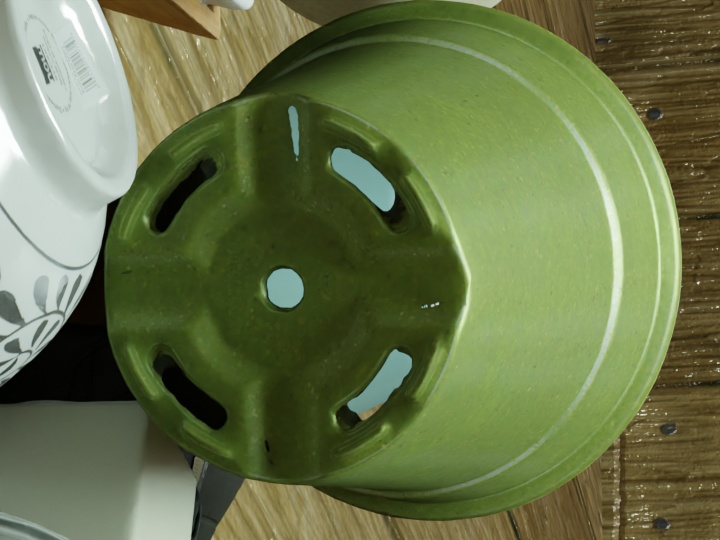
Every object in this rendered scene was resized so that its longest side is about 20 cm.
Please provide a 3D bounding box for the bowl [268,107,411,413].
[{"bbox_3d":[-0.001,-0.004,1.384,0.201,0.104,0.202,-5,90,-79],"label":"bowl"}]

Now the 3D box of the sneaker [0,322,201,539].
[{"bbox_3d":[-0.101,0.113,0.897,0.076,0.090,0.201,-69,153,-67],"label":"sneaker"}]

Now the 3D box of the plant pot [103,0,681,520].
[{"bbox_3d":[0.000,0.000,0.831,0.190,0.199,0.202,-7,92,-74],"label":"plant pot"}]

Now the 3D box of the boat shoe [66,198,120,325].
[{"bbox_3d":[-0.115,-0.014,0.927,0.070,0.070,0.200,44,-18,17],"label":"boat shoe"}]

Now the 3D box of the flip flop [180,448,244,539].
[{"bbox_3d":[-0.092,0.100,0.991,0.081,0.057,0.201,-2,110,-62],"label":"flip flop"}]

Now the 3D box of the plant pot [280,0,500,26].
[{"bbox_3d":[0.012,-0.192,0.911,0.184,0.199,0.202,88,3,-65],"label":"plant pot"}]

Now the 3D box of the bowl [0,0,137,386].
[{"bbox_3d":[-0.128,-0.049,0.727,0.201,0.094,0.202,-17,90,-77],"label":"bowl"}]

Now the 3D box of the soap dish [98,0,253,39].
[{"bbox_3d":[-0.103,-0.213,1.037,0.157,0.081,0.202,30,56,-76],"label":"soap dish"}]

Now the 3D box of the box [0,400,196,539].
[{"bbox_3d":[-0.107,0.146,0.779,0.068,0.082,0.201,68,24,-57],"label":"box"}]

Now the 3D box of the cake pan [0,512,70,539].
[{"bbox_3d":[-0.110,0.160,0.642,0.037,0.199,0.202,-26,-119,56],"label":"cake pan"}]
